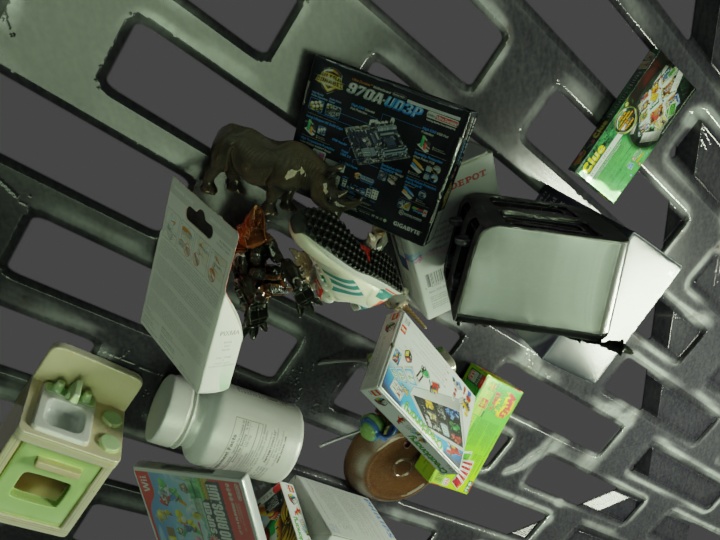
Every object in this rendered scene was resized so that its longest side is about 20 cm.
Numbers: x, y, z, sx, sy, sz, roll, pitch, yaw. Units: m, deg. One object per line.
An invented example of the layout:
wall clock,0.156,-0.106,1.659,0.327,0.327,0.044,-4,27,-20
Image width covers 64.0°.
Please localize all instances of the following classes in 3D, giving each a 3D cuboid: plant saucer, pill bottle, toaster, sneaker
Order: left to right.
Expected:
pill bottle,-0.188,0.219,0.806,0.198,0.115,0.115,26,105,-28
sneaker,-0.031,0.002,0.688,0.093,0.071,0.199,-33,144,22
plant saucer,0.069,0.333,1.002,0.197,0.037,0.204,-9,119,-16
toaster,0.198,-0.007,0.664,0.196,0.181,0.121,8,110,2

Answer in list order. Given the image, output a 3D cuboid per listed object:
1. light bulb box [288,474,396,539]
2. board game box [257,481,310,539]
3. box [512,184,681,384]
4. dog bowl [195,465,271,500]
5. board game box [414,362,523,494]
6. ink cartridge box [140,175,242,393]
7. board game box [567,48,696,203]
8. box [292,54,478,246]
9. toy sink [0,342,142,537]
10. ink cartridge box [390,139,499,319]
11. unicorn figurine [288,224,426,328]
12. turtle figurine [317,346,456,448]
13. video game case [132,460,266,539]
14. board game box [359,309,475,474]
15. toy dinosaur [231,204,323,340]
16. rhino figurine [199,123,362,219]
light bulb box,-0.072,0.458,0.908,0.199,0.125,0.199,-50,133,2
board game box,-0.157,0.419,0.823,0.200,0.127,0.035,-43,135,11
box,0.301,0.013,0.831,0.122,0.199,0.202,24,105,-28
dog bowl,-0.226,0.402,0.917,0.196,0.059,0.203,-9,118,-17
board game box,0.185,0.270,0.979,0.101,0.047,0.202,28,92,-33
ink cartridge box,-0.189,0.015,0.677,0.050,0.160,0.203,0,118,-47
board game box,0.405,-0.211,0.861,0.104,0.023,0.202,26,104,-31
box,0.017,-0.141,0.676,0.197,0.046,0.161,23,111,14
toy sink,-0.385,0.219,0.736,0.130,0.112,0.201,32,101,-30
ink cartridge box,0.118,-0.058,0.795,0.143,0.088,0.202,-23,122,-8
unicorn figurine,0.000,0.000,0.799,0.196,0.074,0.139,2,125,-5
turtle figurine,0.042,0.184,0.896,0.192,0.199,0.147,-16,92,-37
video game case,-0.219,0.335,0.791,0.197,0.017,0.146,-4,106,28
board game box,0.086,0.169,0.792,0.034,0.127,0.201,-18,123,38
toy dinosaur,-0.126,0.000,0.692,0.101,0.137,0.200,-31,154,-2
rhino figurine,-0.090,-0.110,0.668,0.197,0.060,0.089,18,115,11
